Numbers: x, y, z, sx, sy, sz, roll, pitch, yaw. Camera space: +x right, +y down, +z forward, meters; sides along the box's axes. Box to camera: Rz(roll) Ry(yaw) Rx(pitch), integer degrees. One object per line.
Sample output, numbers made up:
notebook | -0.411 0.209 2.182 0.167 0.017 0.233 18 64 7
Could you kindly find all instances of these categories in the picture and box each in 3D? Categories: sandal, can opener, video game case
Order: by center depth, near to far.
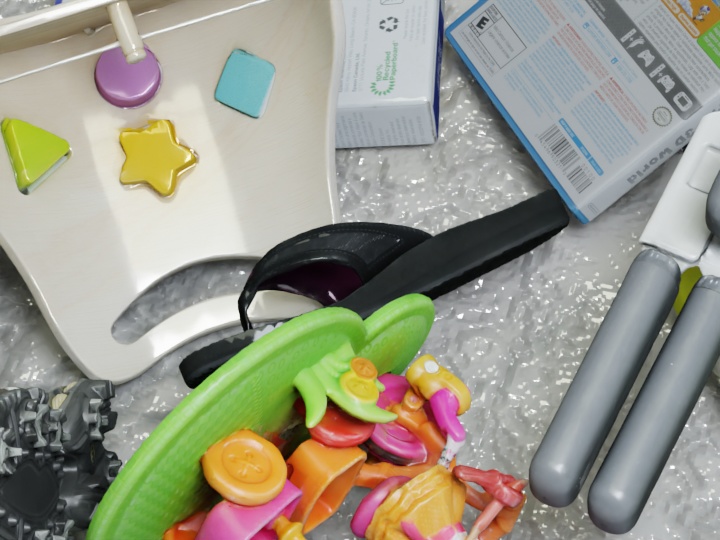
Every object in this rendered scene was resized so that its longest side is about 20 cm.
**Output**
can opener | 0.128 0.010 0.881 0.052 0.067 0.201 23 71 18
sandal | 0.000 0.000 0.960 0.200 0.075 0.048 -24 83 -27
video game case | 0.148 -0.132 1.020 0.200 0.018 0.143 -39 49 9

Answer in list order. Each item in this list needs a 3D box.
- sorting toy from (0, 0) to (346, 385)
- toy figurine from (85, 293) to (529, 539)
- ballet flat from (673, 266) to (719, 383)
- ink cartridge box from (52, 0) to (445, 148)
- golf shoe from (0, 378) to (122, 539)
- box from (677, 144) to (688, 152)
sorting toy | -0.093 -0.049 0.988 0.199 0.107 0.181 -18 89 -8
toy figurine | 0.022 0.122 0.868 0.184 0.150 0.200 44 44 18
ballet flat | 0.199 0.052 0.915 0.199 0.067 0.067 28 79 24
ink cartridge box | -0.054 -0.146 1.107 0.199 0.041 0.200 0 54 8
golf shoe | -0.155 0.083 0.853 0.094 0.200 0.078 -1 88 5
box | 0.226 -0.165 1.079 0.197 0.050 0.201 -13 54 -1
